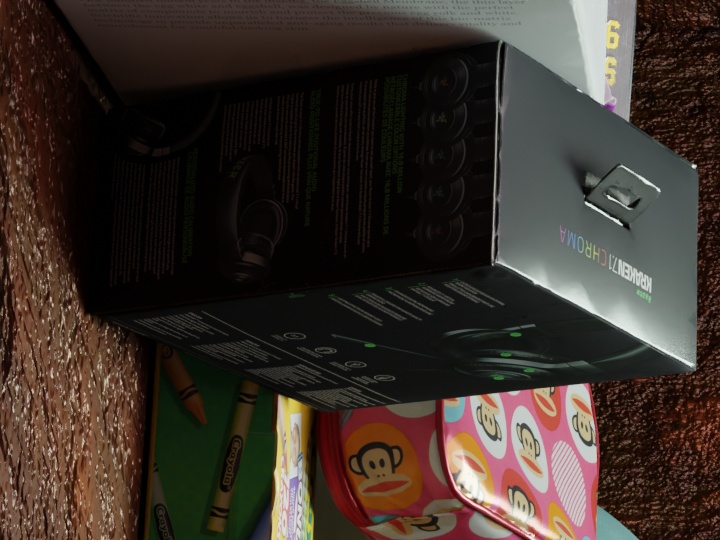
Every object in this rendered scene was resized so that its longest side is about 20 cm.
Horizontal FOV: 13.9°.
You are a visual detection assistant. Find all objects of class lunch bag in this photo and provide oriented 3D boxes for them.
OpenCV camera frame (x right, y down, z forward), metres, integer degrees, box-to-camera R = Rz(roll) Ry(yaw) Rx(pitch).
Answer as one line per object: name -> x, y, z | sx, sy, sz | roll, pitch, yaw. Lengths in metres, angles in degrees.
lunch bag -> 0.053, 0.062, 1.447 | 0.200, 0.082, 0.176 | 44, 41, -52

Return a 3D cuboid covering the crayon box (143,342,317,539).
crayon box -> -0.057, 0.112, 1.323 | 0.119, 0.058, 0.200 | 66, 26, -72

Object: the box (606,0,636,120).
box -> 0.070, -0.124, 1.769 | 0.048, 0.200, 0.158 | -1, -96, 60

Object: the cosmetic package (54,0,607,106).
cosmetic package -> -0.007, -0.137, 1.155 | 0.200, 0.199, 0.123 | 63, 29, -75

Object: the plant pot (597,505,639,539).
plant pot -> 0.094, 0.218, 2.111 | 0.135, 0.200, 0.200 | 52, 12, -3

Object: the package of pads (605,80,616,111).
package of pads -> 0.063, -0.144, 1.607 | 0.200, 0.076, 0.121 | 63, -9, 13

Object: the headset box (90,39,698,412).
headset box -> 0.023, -0.013, 1.194 | 0.174, 0.200, 0.093 | 26, 62, -53

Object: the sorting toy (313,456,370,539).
sorting toy -> -0.016, 0.189, 1.541 | 0.180, 0.107, 0.200 | 94, 1, -50
